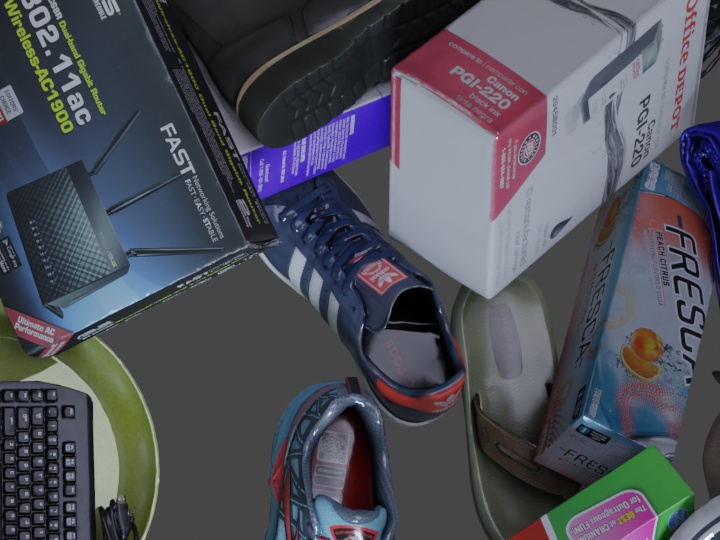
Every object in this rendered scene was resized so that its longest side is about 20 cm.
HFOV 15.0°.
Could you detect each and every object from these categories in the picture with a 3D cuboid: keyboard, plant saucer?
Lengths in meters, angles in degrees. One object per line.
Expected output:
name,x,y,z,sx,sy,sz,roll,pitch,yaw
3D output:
keyboard,-0.172,0.161,1.552,0.104,0.040,0.201,0,82,-14
plant saucer,-0.217,0.115,1.584,0.200,0.031,0.200,3,79,-14

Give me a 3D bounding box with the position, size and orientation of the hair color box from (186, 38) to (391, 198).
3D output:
hair color box,-0.024,-0.122,1.636,0.200,0.065,0.109,-24,62,-17

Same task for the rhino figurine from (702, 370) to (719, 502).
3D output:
rhino figurine,0.251,0.130,1.685,0.087,0.060,0.201,4,83,-13

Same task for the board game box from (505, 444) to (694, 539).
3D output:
board game box,0.102,0.201,1.583,0.200,0.153,0.040,-32,60,-12

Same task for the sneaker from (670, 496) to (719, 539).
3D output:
sneaker,0.207,0.210,1.576,0.078,0.200,0.079,-17,53,-28

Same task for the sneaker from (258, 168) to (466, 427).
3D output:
sneaker,0.000,0.000,1.631,0.075,0.085,0.200,-38,91,-17

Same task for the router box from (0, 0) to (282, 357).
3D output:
router box,-0.156,-0.070,1.545,0.150,0.062,0.200,-27,87,16

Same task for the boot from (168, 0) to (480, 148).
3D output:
boot,-0.017,-0.174,1.593,0.200,0.078,0.138,-30,60,-23

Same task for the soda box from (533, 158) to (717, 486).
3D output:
soda box,0.165,0.034,1.643,0.063,0.068,0.200,25,55,-11

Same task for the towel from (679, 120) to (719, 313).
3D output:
towel,0.288,-0.029,1.687,0.200,0.050,0.148,-9,84,-43

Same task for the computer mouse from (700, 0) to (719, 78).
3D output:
computer mouse,0.216,-0.214,1.690,0.138,0.200,0.053,-31,54,-17

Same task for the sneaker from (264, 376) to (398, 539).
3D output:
sneaker,-0.020,0.160,1.593,0.079,0.096,0.200,2,80,-14

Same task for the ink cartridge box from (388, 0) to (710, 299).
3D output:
ink cartridge box,0.112,-0.101,1.601,0.085,0.146,0.200,33,57,26

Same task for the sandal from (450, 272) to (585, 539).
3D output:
sandal,0.102,0.097,1.654,0.080,0.057,0.201,-16,89,-16
